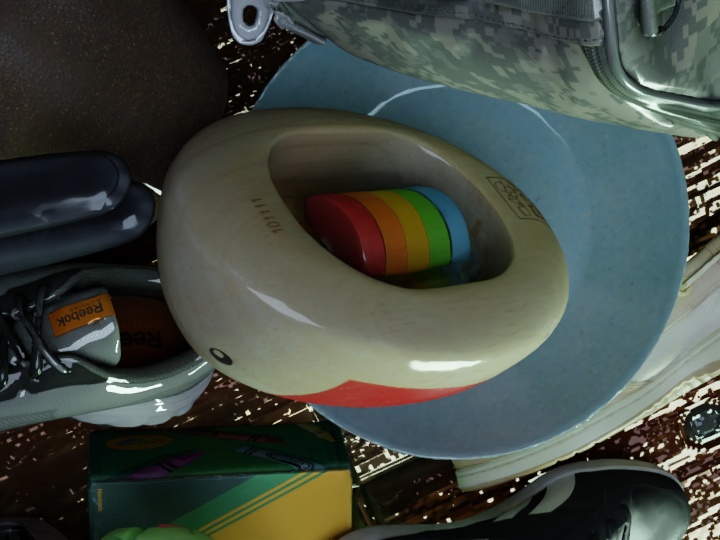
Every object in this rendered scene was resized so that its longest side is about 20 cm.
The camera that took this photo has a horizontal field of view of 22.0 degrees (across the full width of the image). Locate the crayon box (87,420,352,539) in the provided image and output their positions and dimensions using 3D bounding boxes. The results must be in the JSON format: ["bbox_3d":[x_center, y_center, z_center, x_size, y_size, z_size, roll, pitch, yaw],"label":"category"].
[{"bbox_3d":[-0.064,0.174,0.862,0.117,0.058,0.202,-2,108,-7],"label":"crayon box"}]

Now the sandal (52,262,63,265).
[{"bbox_3d":[-0.149,0.000,0.783,0.198,0.081,0.054,19,116,-19],"label":"sandal"}]

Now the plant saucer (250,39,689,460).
[{"bbox_3d":[0.041,-0.020,0.802,0.199,0.039,0.203,0,87,-2],"label":"plant saucer"}]

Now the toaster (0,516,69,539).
[{"bbox_3d":[-0.165,0.184,0.798,0.112,0.200,0.131,-2,95,-17],"label":"toaster"}]

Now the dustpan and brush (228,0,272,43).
[{"bbox_3d":[-0.034,-0.194,0.735,0.138,0.057,0.202,6,107,-9],"label":"dustpan and brush"}]

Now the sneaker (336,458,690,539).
[{"bbox_3d":[0.086,0.149,0.818,0.198,0.112,0.074,-12,115,-26],"label":"sneaker"}]

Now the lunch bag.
[{"bbox_3d":[0.074,-0.126,0.670,0.167,0.199,0.141,-21,117,-37],"label":"lunch bag"}]

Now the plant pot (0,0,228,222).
[{"bbox_3d":[-0.153,-0.099,0.712,0.199,0.187,0.187,34,102,-29],"label":"plant pot"}]

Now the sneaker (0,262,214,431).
[{"bbox_3d":[-0.139,0.029,0.705,0.198,0.079,0.075,-9,76,-28],"label":"sneaker"}]

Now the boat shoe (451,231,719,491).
[{"bbox_3d":[0.120,0.030,0.838,0.199,0.074,0.070,-31,86,7],"label":"boat shoe"}]

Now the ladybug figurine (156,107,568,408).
[{"bbox_3d":[0.000,0.000,0.708,0.199,0.136,0.072,-3,137,-46],"label":"ladybug figurine"}]

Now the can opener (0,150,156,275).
[{"bbox_3d":[-0.170,-0.008,0.660,0.198,0.063,0.079,-12,78,2],"label":"can opener"}]

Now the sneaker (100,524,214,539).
[{"bbox_3d":[-0.055,0.182,0.768,0.076,0.084,0.200,-6,141,36],"label":"sneaker"}]
